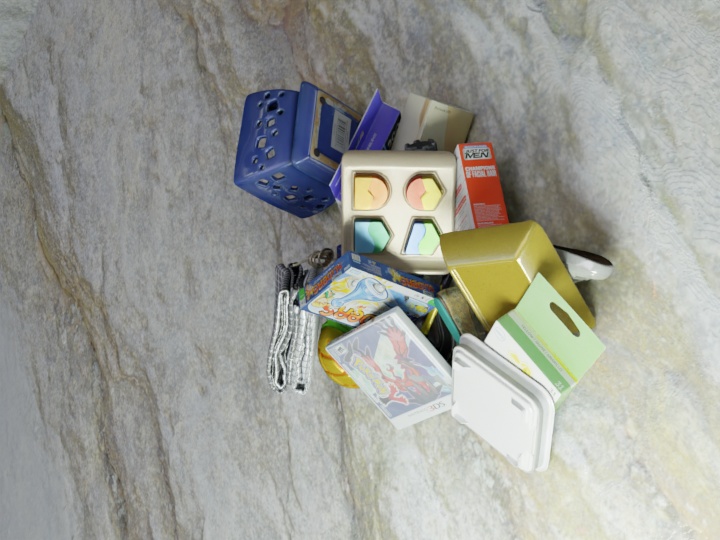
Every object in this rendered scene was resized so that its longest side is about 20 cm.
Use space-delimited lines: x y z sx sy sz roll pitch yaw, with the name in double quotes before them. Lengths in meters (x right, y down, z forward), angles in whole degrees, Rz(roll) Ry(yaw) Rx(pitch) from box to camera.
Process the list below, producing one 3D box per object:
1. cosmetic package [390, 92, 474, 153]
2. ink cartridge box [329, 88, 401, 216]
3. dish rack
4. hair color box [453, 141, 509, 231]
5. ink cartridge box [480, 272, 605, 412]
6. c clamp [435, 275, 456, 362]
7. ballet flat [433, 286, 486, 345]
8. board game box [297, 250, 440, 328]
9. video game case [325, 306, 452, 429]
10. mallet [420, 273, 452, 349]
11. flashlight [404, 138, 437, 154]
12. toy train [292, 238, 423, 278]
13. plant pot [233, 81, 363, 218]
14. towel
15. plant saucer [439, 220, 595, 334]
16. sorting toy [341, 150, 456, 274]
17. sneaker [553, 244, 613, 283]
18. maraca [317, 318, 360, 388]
"cosmetic package" 0.109 -0.194 1.767 0.071 0.105 0.201 32 109 50
"ink cartridge box" 0.017 -0.179 1.772 0.043 0.200 0.199 20 73 16
"dish rack" 0.203 0.207 1.551 0.200 0.043 0.172 36 140 39
"hair color box" 0.188 -0.092 1.652 0.111 0.064 0.201 114 149 -66
"ink cartridge box" 0.255 0.115 1.478 0.146 0.048 0.200 50 153 19
"c clamp" 0.102 0.099 1.783 0.200 0.027 0.171 -37 61 38
"ballet flat" 0.184 0.116 1.642 0.071 0.071 0.201 -34 76 41
"board game box" 0.016 0.044 1.672 0.135 0.200 0.035 -39 46 36
"video game case" 0.062 0.167 1.710 0.200 0.023 0.182 49 134 -11
"mallet" 0.132 0.062 1.713 0.066 0.041 0.201 43 112 42
"flashlight" 0.114 -0.118 1.717 0.068 0.068 0.201 -102 6 -70
"toy train" 0.000 0.000 1.729 0.116 0.199 0.085 55 157 39
"plant pot" -0.102 -0.233 1.946 0.179 0.200 0.201 -12 64 40
"towel" -0.116 0.093 1.771 0.166 0.085 0.201 -86 2 -74
"plant saucer" 0.221 0.027 1.532 0.200 0.200 0.048 -6 34 50
"sorting toy" 0.061 -0.092 1.660 0.036 0.184 0.201 -81 -8 -76
"sneaker" 0.299 0.007 1.533 0.200 0.073 0.085 17 98 61
"maraca" -0.020 0.136 1.817 0.137 0.107 0.200 31 151 23
